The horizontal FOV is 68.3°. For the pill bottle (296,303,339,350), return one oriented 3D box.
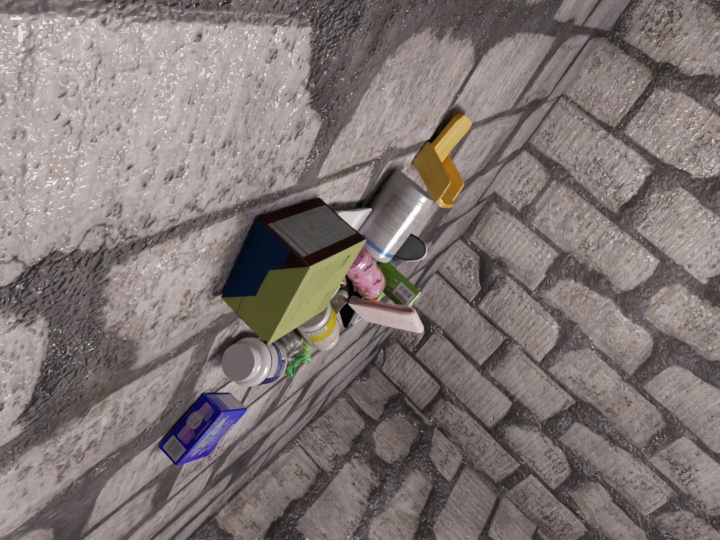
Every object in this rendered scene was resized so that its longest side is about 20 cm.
[{"bbox_3d":[-0.116,0.143,1.437,0.113,0.112,0.201,-45,153,-14],"label":"pill bottle"}]

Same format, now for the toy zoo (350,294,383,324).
[{"bbox_3d":[0.028,0.099,1.667,0.133,0.020,0.199,-56,168,17],"label":"toy zoo"}]

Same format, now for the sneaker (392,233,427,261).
[{"bbox_3d":[0.126,-0.062,1.473,0.145,0.199,0.079,11,91,-52],"label":"sneaker"}]

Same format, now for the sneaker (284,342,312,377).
[{"bbox_3d":[-0.178,0.252,1.690,0.201,0.083,0.074,-51,167,3],"label":"sneaker"}]

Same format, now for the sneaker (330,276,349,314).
[{"bbox_3d":[-0.079,0.059,1.508,0.199,0.074,0.108,-36,-144,52],"label":"sneaker"}]

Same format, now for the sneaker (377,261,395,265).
[{"bbox_3d":[0.075,-0.022,1.724,0.202,0.076,0.092,-61,179,-35],"label":"sneaker"}]

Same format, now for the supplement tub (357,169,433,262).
[{"bbox_3d":[0.078,-0.135,1.350,0.201,0.132,0.132,-52,167,16],"label":"supplement tub"}]

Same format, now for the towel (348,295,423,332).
[{"bbox_3d":[0.076,0.122,1.475,0.200,0.186,0.033,53,50,-67],"label":"towel"}]

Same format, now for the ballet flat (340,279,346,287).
[{"bbox_3d":[-0.119,0.068,1.328,0.198,0.071,0.071,-37,166,-8],"label":"ballet flat"}]

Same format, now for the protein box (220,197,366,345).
[{"bbox_3d":[-0.125,-0.005,1.012,0.199,0.134,0.200,-29,156,-56],"label":"protein box"}]

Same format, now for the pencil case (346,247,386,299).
[{"bbox_3d":[0.000,0.000,1.328,0.087,0.083,0.200,-45,150,-5],"label":"pencil case"}]

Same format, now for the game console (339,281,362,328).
[{"bbox_3d":[-0.005,0.042,1.606,0.175,0.116,0.202,-38,164,-40],"label":"game console"}]

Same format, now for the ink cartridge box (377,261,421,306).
[{"bbox_3d":[0.106,0.047,1.578,0.076,0.148,0.200,-47,172,1],"label":"ink cartridge box"}]

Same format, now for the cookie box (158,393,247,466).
[{"bbox_3d":[-0.402,0.407,1.383,0.172,0.075,0.200,-49,167,-6],"label":"cookie box"}]

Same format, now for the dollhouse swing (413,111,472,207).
[{"bbox_3d":[0.263,-0.299,1.462,0.174,0.185,0.199,-31,173,21],"label":"dollhouse swing"}]

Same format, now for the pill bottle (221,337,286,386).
[{"bbox_3d":[-0.254,0.218,1.266,0.112,0.111,0.200,-48,167,0],"label":"pill bottle"}]

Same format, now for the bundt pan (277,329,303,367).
[{"bbox_3d":[-0.231,0.231,1.469,0.202,0.075,0.203,-47,167,-14],"label":"bundt pan"}]

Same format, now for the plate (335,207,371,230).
[{"bbox_3d":[-0.071,-0.070,1.249,0.202,0.032,0.199,-55,167,21],"label":"plate"}]
